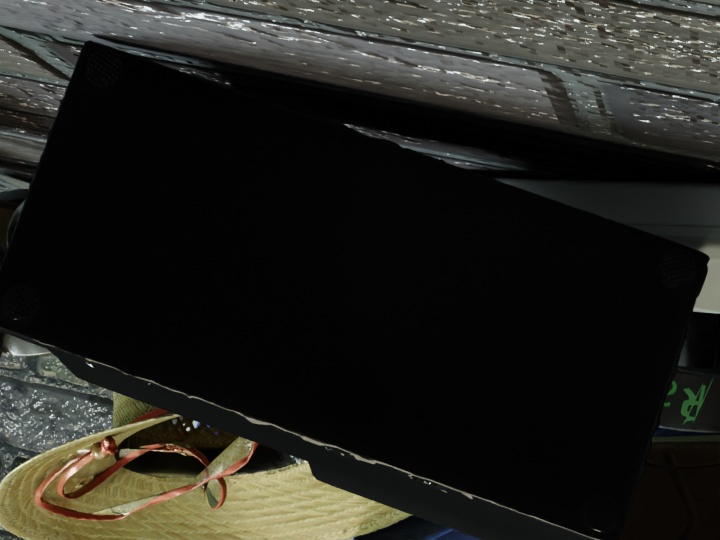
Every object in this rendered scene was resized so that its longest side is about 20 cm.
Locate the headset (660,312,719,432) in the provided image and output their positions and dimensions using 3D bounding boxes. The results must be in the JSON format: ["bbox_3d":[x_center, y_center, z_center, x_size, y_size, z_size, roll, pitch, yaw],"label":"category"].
[{"bbox_3d":[0.102,0.040,0.978,0.122,0.095,0.200,12,-168,1],"label":"headset"}]

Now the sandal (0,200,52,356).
[{"bbox_3d":[-0.134,-0.005,1.176,0.198,0.082,0.055,-6,-166,16],"label":"sandal"}]

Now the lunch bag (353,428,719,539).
[{"bbox_3d":[0.107,0.135,1.100,0.199,0.133,0.136,-25,-167,7],"label":"lunch bag"}]

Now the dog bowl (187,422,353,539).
[{"bbox_3d":[0.012,0.089,1.213,0.198,0.079,0.201,-13,142,-11],"label":"dog bowl"}]

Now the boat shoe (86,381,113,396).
[{"bbox_3d":[-0.111,0.010,1.061,0.057,0.067,0.200,-13,164,-26],"label":"boat shoe"}]

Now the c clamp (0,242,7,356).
[{"bbox_3d":[-0.218,-0.013,1.029,0.199,0.172,0.027,30,144,-28],"label":"c clamp"}]

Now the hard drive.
[{"bbox_3d":[0.126,-0.005,0.782,0.131,0.027,0.199,15,174,-31],"label":"hard drive"}]

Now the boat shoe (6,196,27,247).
[{"bbox_3d":[-0.086,-0.023,0.907,0.056,0.069,0.199,18,166,-39],"label":"boat shoe"}]

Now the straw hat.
[{"bbox_3d":[-0.061,0.056,1.008,0.199,0.086,0.201,-6,154,-3],"label":"straw hat"}]

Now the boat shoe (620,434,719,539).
[{"bbox_3d":[0.174,0.098,0.953,0.201,0.075,0.075,11,176,-15],"label":"boat shoe"}]

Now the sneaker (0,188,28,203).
[{"bbox_3d":[-0.123,0.000,1.248,0.199,0.076,0.113,8,179,-41],"label":"sneaker"}]

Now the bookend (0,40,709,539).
[{"bbox_3d":[-0.003,0.021,0.772,0.197,0.093,0.200,19,171,4],"label":"bookend"}]
